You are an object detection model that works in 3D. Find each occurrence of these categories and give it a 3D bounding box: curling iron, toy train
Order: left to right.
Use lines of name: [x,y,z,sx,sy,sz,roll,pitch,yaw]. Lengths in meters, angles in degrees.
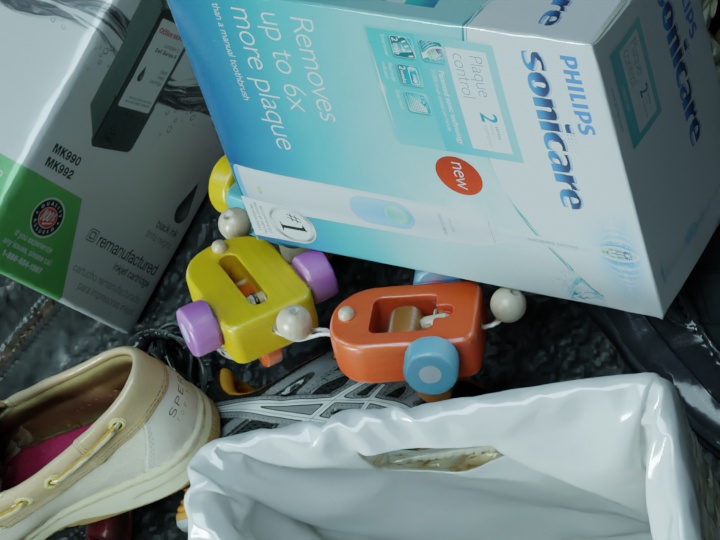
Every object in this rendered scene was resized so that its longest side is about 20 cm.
curling iron: [-0.107,0.119,1.292,0.050,0.026,0.200,11,81,30]
toy train: [0.000,0.000,1.233,0.150,0.056,0.200,-8,36,8]

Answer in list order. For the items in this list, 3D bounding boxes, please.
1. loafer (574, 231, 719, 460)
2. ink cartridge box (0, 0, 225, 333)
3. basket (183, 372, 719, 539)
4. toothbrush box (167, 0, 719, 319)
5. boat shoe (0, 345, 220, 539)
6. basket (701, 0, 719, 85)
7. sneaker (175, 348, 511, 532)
loafer: [0.137,0.014,1.185,0.070,0.068,0.201,-47,58,13]
ink cartridge box: [-0.120,-0.090,1.288,0.084,0.146,0.200,28,89,29]
basket: [0.051,0.163,1.115,0.198,0.161,0.200,-10,70,13]
toothbrush box: [0.039,-0.074,1.144,0.200,0.146,0.085,11,49,29]
boat shoe: [-0.162,0.087,1.246,0.200,0.069,0.074,-27,41,13]
basket: [0.075,-0.157,1.230,0.200,0.123,0.136,17,83,28]
sneaker: [0.008,0.068,1.228,0.200,0.078,0.077,-10,66,23]
